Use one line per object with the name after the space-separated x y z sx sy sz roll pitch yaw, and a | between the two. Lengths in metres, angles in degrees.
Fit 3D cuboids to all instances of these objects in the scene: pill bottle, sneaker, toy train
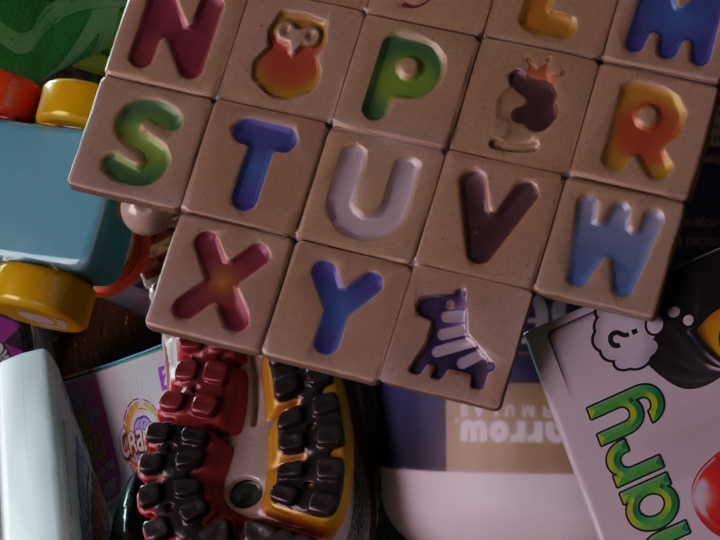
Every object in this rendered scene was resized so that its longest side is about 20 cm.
0.061 0.025 0.869 0.111 0.111 0.200 -3 87 61 | pill bottle
-0.028 0.026 0.908 0.082 0.078 0.200 69 -158 -53 | sneaker
-0.054 -0.065 0.872 0.200 0.056 0.150 -31 63 12 | toy train
-0.102 -0.109 1.099 0.083 0.200 0.074 -27 86 27 | sneaker

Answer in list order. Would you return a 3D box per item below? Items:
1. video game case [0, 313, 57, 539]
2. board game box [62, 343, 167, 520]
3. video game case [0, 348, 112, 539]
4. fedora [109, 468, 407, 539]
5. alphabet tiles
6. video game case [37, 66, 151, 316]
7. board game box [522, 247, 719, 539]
-0.133 0.089 1.201 0.200 0.036 0.182 86 173 -62 | video game case
-0.057 0.128 1.116 0.153 0.040 0.200 162 100 -65 | board game box
-0.078 0.141 0.960 0.200 0.024 0.182 -113 5 -70 | video game case
0.004 0.137 0.955 0.091 0.201 0.201 -26 58 12 | fedora
0.017 -0.066 0.810 0.006 0.166 0.200 60 -135 -69 | alphabet tiles
-0.126 -0.065 1.143 0.018 0.200 0.143 -21 67 23 | video game case
0.131 0.078 0.741 0.035 0.126 0.200 53 -165 -57 | board game box
